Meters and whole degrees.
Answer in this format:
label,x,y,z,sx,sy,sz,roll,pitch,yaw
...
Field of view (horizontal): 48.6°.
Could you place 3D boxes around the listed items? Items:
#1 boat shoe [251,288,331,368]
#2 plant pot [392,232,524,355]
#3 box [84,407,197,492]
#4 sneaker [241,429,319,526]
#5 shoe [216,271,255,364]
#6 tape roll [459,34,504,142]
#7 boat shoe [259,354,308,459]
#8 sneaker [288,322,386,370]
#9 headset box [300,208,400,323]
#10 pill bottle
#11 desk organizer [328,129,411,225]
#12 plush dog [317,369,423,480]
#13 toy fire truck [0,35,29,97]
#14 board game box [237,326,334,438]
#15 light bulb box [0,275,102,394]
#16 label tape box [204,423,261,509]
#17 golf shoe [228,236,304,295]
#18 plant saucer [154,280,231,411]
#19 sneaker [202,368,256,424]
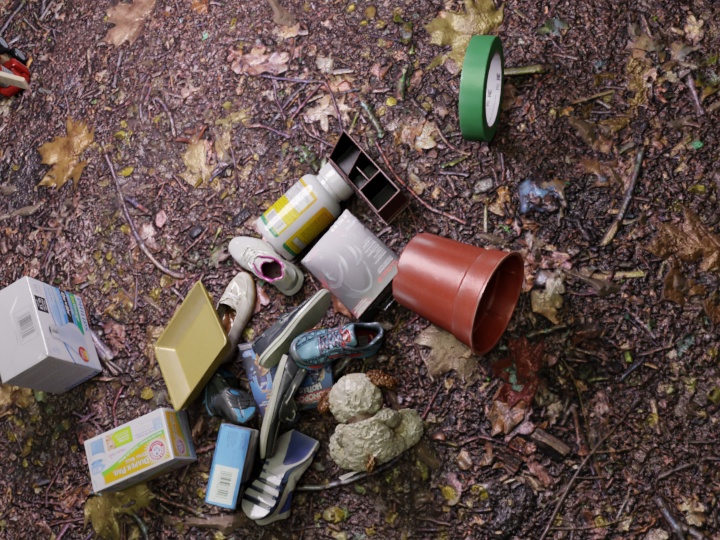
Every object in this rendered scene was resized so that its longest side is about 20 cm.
label,x,y,z,sx,sy,sz,roll,pitch,yaw
boat shoe,-0.139,0.105,1.581,0.200,0.075,0.062,-45,61,-2
plant pot,0.177,0.029,1.505,0.193,0.200,0.203,23,84,29
box,-0.458,0.377,1.664,0.198,0.101,0.114,-25,70,11
sneaker,-0.159,0.420,1.570,0.080,0.116,0.200,24,55,20
shoe,-0.275,0.099,1.700,0.069,0.053,0.203,11,80,20
tape roll,0.240,-0.357,1.567,0.047,0.200,0.204,9,79,19
boat shoe,-0.149,0.268,1.542,0.067,0.072,0.203,18,80,-10
sneaker,-0.043,0.132,1.545,0.197,0.096,0.080,-11,70,-25
headset box,0.000,0.000,1.623,0.149,0.077,0.200,-47,66,2
pill bottle,-0.113,-0.128,1.673,0.200,0.113,0.113,-43,68,4
desk organizer,0.011,-0.197,1.669,0.072,0.077,0.200,-42,68,4
plush dog,0.002,0.278,1.493,0.197,0.160,0.174,-22,87,13
toy fire truck,-0.888,-0.494,1.987,0.128,0.176,0.202,-31,69,7
board game box,-0.142,0.235,1.618,0.197,0.062,0.203,-12,74,15
light bulb box,-0.694,0.147,1.748,0.123,0.200,0.201,-27,70,8
label tape box,-0.240,0.377,1.553,0.062,0.200,0.147,10,79,3
golf shoe,-0.210,-0.023,1.691,0.198,0.091,0.076,29,88,24
plant saucer,-0.343,0.160,1.667,0.201,0.048,0.201,-53,45,19
sneaker,-0.269,0.273,1.616,0.083,0.072,0.200,-64,28,4
